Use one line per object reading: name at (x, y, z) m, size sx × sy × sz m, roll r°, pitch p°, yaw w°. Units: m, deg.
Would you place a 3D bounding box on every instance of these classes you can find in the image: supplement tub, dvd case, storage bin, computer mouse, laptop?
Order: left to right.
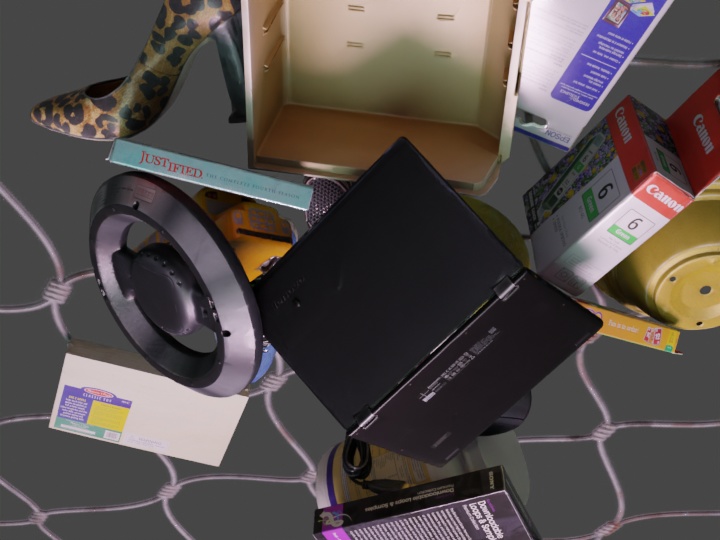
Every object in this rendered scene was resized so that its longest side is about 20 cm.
dvd case at (-0.120, -0.077, 0.790) m, size 0.145 × 0.200 × 0.022 m, roll 13°, pitch 93°, yaw -11°
storage bin at (0.021, -0.170, 0.726) m, size 0.197 × 0.094 × 0.201 m, roll 8°, pitch 129°, yaw 8°
supplement tub at (0.067, 0.228, 1.082) m, size 0.199 × 0.146 × 0.145 m, roll -26°, pitch 127°, yaw 24°
laptop at (0.050, 0.035, 0.780) m, size 0.187 × 0.116 × 0.200 m, roll -44°, pitch 137°, yaw 17°
computer mouse at (0.067, 0.155, 0.993) m, size 0.199 × 0.141 × 0.046 m, roll -1°, pitch 158°, yaw 21°

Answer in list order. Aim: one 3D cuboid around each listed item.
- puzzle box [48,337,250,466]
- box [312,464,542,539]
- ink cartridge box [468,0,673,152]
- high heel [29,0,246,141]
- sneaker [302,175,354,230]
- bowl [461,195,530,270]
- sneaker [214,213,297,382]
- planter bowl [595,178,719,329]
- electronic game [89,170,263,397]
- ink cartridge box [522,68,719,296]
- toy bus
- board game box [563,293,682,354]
puzzle box at (-0.233, 0.147, 1.095) m, size 0.199 × 0.025 × 0.133 m, roll 16°, pitch 131°, yaw -13°
box at (0.071, 0.267, 0.996) m, size 0.199 × 0.036 × 0.143 m, roll -16°, pitch 130°, yaw 17°
ink cartridge box at (0.169, -0.192, 0.769) m, size 0.099 × 0.039 × 0.200 m, roll 19°, pitch 129°, yaw -15°
high heel at (-0.179, -0.179, 0.777) m, size 0.199 × 0.072 × 0.143 m, roll -5°, pitch 122°, yaw 8°
sneaker at (0.000, 0.000, 0.849) m, size 0.080 × 0.201 × 0.075 m, roll -29°, pitch 168°, yaw 29°
bowl at (0.065, 0.035, 0.932) m, size 0.199 × 0.108 × 0.201 m, roll 0°, pitch 132°, yaw 0°
sneaker at (-0.106, 0.043, 0.953) m, size 0.078 × 0.089 × 0.201 m, roll 8°, pitch 132°, yaw -5°
planter bowl at (0.305, -0.006, 0.905) m, size 0.199 × 0.084 × 0.201 m, roll 1°, pitch 133°, yaw 1°
electronic game at (-0.152, 0.014, 0.804) m, size 0.199 × 0.042 × 0.201 m, roll 27°, pitch 134°, yaw 32°
ink cartridge box at (0.222, -0.082, 0.820) m, size 0.050 × 0.109 × 0.200 m, roll 27°, pitch 127°, yaw -23°
toy bus at (-0.142, -0.011, 0.880) m, size 0.065 × 0.079 × 0.200 m, roll 11°, pitch 149°, yaw -38°
board game box at (0.195, 0.038, 0.883) m, size 0.199 × 0.095 × 0.030 m, roll 18°, pitch 91°, yaw -35°
